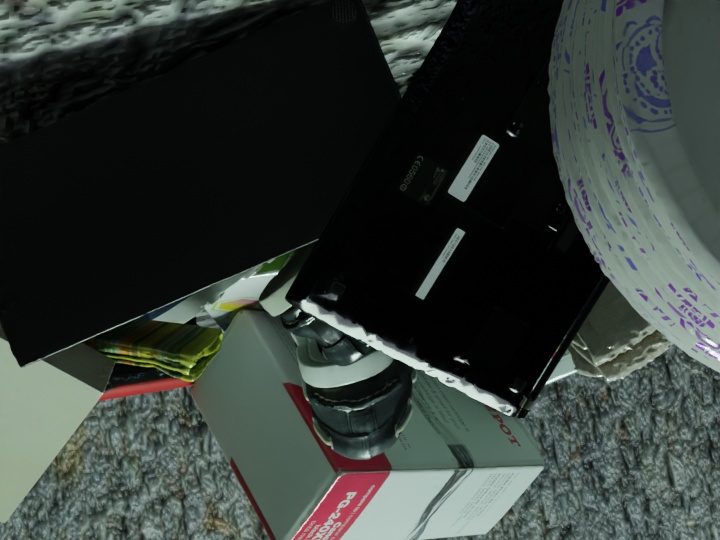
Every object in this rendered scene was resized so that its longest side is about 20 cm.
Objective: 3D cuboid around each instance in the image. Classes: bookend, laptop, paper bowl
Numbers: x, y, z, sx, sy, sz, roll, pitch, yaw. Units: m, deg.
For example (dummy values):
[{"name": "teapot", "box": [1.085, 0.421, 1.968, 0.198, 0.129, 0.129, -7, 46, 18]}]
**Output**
[{"name": "bookend", "box": [-0.071, -0.046, 0.702, 0.199, 0.093, 0.199, -23, -176, 4]}, {"name": "laptop", "box": [0.076, -0.037, 0.642, 0.199, 0.178, 0.103, 27, -173, -28]}, {"name": "paper bowl", "box": [0.162, -0.056, 0.528, 0.199, 0.203, 0.104, -9, 172, -20]}]

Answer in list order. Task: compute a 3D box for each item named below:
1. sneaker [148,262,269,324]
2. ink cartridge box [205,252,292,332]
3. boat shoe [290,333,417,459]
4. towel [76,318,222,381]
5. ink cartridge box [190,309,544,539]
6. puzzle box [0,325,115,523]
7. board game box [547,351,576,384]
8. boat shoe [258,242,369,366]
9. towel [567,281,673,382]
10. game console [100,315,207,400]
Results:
[{"name": "sneaker", "box": [-0.063, -0.046, 0.818, 0.199, 0.081, 0.076, -35, -176, 15]}, {"name": "ink cartridge box", "box": [-0.105, -0.005, 0.959, 0.198, 0.076, 0.148, -10, 165, 3]}, {"name": "boat shoe", "box": [-0.005, 0.055, 0.847, 0.075, 0.061, 0.200, -11, -169, 8]}, {"name": "towel", "box": [-0.177, 0.033, 0.778, 0.198, 0.018, 0.086, 7, -174, 5]}, {"name": "ink cartridge box", "box": [0.007, 0.108, 0.983, 0.199, 0.146, 0.084, 6, 128, -43]}, {"name": "puzzle box", "box": [-0.240, 0.044, 0.732, 0.199, 0.026, 0.133, 31, 129, -15]}, {"name": "board game box", "box": [0.156, -0.013, 0.987, 0.199, 0.149, 0.064, -25, 176, 25]}, {"name": "boat shoe", "box": [0.002, -0.001, 0.796, 0.074, 0.066, 0.199, -40, -174, 15]}, {"name": "towel", "box": [0.184, -0.026, 0.814, 0.199, 0.133, 0.035, -30, 132, -1]}, {"name": "game console", "box": [-0.173, 0.032, 1.035, 0.199, 0.120, 0.172, -7, 175, -43]}]
